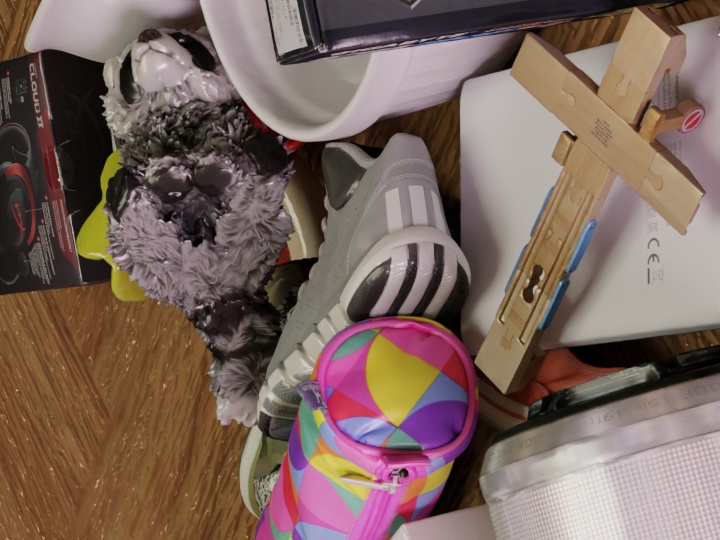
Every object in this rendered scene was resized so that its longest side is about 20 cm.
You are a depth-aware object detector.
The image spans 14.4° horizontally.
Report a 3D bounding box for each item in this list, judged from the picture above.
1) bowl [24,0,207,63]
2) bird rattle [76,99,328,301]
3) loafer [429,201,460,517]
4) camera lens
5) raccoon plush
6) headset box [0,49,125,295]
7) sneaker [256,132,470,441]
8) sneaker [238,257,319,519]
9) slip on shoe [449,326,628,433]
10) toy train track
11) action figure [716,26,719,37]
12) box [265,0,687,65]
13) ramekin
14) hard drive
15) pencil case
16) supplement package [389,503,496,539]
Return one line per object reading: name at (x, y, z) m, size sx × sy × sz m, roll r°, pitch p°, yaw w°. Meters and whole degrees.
bowl at (-0.096, -0.187, 1.533) m, size 0.201 × 0.090 × 0.201 m, roll -61°, pitch 6°, yaw 12°
bird rattle at (-0.056, -0.036, 1.588) m, size 0.200 × 0.113 × 0.163 m, roll -36°, pitch 79°, yaw 45°
loafer at (0.012, 0.056, 1.483) m, size 0.068 × 0.070 × 0.201 m, roll 38°, pitch 132°, yaw 51°
camera lens at (0.146, 0.138, 1.177) m, size 0.160 × 0.160 × 0.200 m, roll -29°, pitch 74°, yaw 60°
raccoon plush at (-0.092, -0.031, 1.480) m, size 0.134 × 0.097 × 0.200 m, roll -107°, pitch 17°, yaw -54°
headset box at (-0.188, -0.064, 1.796) m, size 0.200 × 0.075 × 0.149 m, roll -7°, pitch 94°, yaw 62°
sneaker at (0.000, 0.000, 1.397) m, size 0.200 × 0.075 × 0.116 m, roll 128°, pitch 143°, yaw -53°
sneaker at (-0.022, 0.082, 1.534) m, size 0.089 × 0.077 × 0.200 m, roll -106°, pitch 15°, yaw -50°
slip on shoe at (0.091, 0.058, 1.360) m, size 0.074 × 0.061 × 0.200 m, roll 40°, pitch 175°, yaw -22°
toy train track at (0.101, -0.029, 1.237) m, size 0.115 × 0.033 × 0.200 m, roll 46°, pitch 131°, yaw 30°
action figure at (0.188, -0.069, 1.112) m, size 0.130 × 0.069 × 0.200 m, roll -169°, pitch 80°, yaw -79°
box at (0.046, -0.179, 1.205) m, size 0.046 × 0.200 × 0.159 m, roll -9°, pitch 91°, yaw 64°
ramekin at (0.005, -0.167, 1.382) m, size 0.200 × 0.105 × 0.200 m, roll 31°, pitch 126°, yaw 55°
hard drive at (0.113, -0.035, 1.269) m, size 0.200 × 0.025 × 0.132 m, roll -10°, pitch 78°, yaw 55°
pencil case at (0.000, 0.099, 1.368) m, size 0.200 × 0.088 × 0.088 m, roll 108°, pitch 142°, yaw -60°
supplement package at (0.057, 0.206, 1.401) m, size 0.120 × 0.121 × 0.200 m, roll 66°, pitch 148°, yaw 23°
